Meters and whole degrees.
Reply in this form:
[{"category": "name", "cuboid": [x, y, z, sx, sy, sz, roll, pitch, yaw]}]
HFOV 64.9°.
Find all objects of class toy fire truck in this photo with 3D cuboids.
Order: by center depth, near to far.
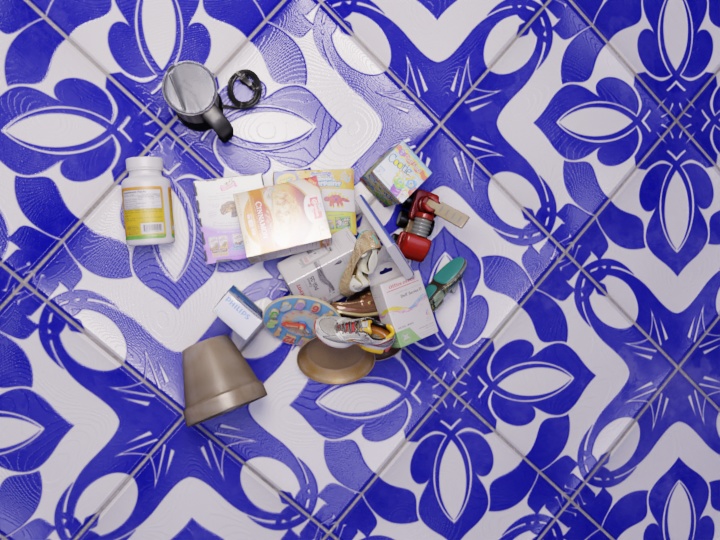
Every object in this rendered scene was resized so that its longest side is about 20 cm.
[{"category": "toy fire truck", "cuboid": [0.169, -0.108, 1.408, 0.127, 0.200, 0.178, 18, 90, -10]}]

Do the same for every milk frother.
[{"category": "milk frother", "cuboid": [-0.335, -0.417, 1.311, 0.180, 0.188, 0.201, 30, 88, -11]}]

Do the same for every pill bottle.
[{"category": "pill bottle", "cuboid": [-0.502, -0.161, 1.336, 0.110, 0.111, 0.202, -4, 94, -9]}]

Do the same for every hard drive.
[{"category": "hard drive", "cuboid": [0.057, -0.083, 1.371, 0.025, 0.201, 0.132, -33, 137, 4]}]

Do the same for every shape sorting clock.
[{"category": "shape sorting clock", "cuboid": [-0.142, 0.130, 1.393, 0.198, 0.201, 0.040, 15, 51, -10]}]

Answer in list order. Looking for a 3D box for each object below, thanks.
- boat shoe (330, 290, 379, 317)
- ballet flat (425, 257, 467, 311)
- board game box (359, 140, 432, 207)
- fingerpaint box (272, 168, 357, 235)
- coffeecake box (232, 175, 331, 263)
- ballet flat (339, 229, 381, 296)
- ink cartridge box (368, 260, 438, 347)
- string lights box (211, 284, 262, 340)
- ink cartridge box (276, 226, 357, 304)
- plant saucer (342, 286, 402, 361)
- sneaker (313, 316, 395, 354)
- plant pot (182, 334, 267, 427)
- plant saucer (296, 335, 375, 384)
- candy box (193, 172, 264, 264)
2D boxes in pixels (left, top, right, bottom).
[{"category": "boat shoe", "cuboid": [0.017, 0.085, 1.430, 0.198, 0.072, 0.068, 2, 86, -17]}, {"category": "ballet flat", "cuboid": [0.213, 0.050, 1.499, 0.200, 0.074, 0.074, -42, 99, -7]}, {"category": "board game box", "cuboid": [0.080, -0.230, 1.386, 0.103, 0.200, 0.105, -45, 99, -4]}, {"category": "fingerpaint box", "cuboid": [-0.116, -0.166, 1.420, 0.198, 0.073, 0.169, -5, 95, -11]}, {"category": "coffeecake box", "cuboid": [-0.179, -0.118, 1.319, 0.198, 0.073, 0.155, -14, 80, -7]}, {"category": "ballet flat", "cuboid": [0.000, 0.000, 1.333, 0.070, 0.065, 0.201, -12, 136, -33]}, {"category": "ink cartridge box", "cuboid": [0.100, 0.075, 1.388, 0.116, 0.067, 0.202, -20, 93, -23]}, {"category": "string lights box", "cuboid": [-0.287, 0.095, 1.343, 0.103, 0.200, 0.059, 43, 86, -9]}, {"category": "ink cartridge box", "cuboid": [-0.085, 0.007, 1.397, 0.199, 0.083, 0.147, -28, 139, -7]}, {"category": "plant saucer", "cuboid": [0.038, 0.135, 1.485, 0.198, 0.034, 0.203, -1, 94, -10]}, {"category": "sneaker", "cuboid": [-0.011, 0.135, 1.321, 0.198, 0.082, 0.078, 9, 54, -15]}, {"category": "plant pot", "cuboid": [-0.344, 0.256, 1.362, 0.198, 0.200, 0.175, -20, 80, -8]}, {"category": "plant saucer", "cuboid": [-0.062, 0.213, 1.430, 0.198, 0.036, 0.201, -1, 132, -1]}, {"category": "candy box", "cuboid": [-0.309, -0.128, 1.391, 0.166, 0.072, 0.202, -8, 95, -9]}]
